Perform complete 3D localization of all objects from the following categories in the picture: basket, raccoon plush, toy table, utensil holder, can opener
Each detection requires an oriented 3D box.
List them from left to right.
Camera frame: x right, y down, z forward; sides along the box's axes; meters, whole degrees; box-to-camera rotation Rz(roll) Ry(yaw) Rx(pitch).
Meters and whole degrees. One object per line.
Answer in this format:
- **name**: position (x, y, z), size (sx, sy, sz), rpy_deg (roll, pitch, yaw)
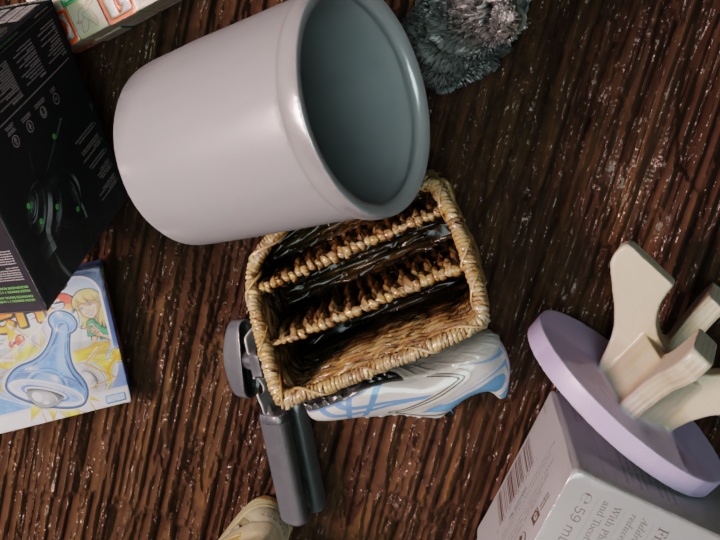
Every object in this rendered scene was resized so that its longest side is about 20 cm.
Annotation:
- **utensil holder**: position (-0.071, -0.112, 0.704), size (0.197, 0.169, 0.173), rpy_deg (-8, 104, 35)
- **can opener**: position (-0.084, 0.142, 0.869), size (0.066, 0.053, 0.204), rpy_deg (1, 107, 39)
- **basket**: position (0.000, 0.000, 0.766), size (0.196, 0.149, 0.145), rpy_deg (-21, 101, 12)
- **raccoon plush**: position (0.065, -0.171, 0.723), size (0.096, 0.134, 0.202), rpy_deg (34, 105, -4)
- **toy table**: position (0.250, 0.078, 0.751), size (0.199, 0.184, 0.118), rpy_deg (38, 118, -1)

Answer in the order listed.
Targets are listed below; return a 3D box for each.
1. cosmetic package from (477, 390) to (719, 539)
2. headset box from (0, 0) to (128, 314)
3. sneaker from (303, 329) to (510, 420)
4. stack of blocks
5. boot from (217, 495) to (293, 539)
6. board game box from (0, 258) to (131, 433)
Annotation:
- **cosmetic package**: position (0.226, 0.244, 0.790), size (0.197, 0.167, 0.170), rpy_deg (24, 105, -1)
- **headset box**: position (-0.286, -0.086, 0.734), size (0.091, 0.176, 0.203), rpy_deg (-4, 126, 16)
- **sneaker**: position (0.042, 0.111, 0.830), size (0.196, 0.072, 0.074), rpy_deg (-16, 109, 13)
- **stack of blocks**: position (-0.193, -0.280, 0.765), size (0.197, 0.059, 0.117), rpy_deg (-24, 100, 11)
- **boot**: position (-0.142, 0.326, 0.856), size (0.072, 0.156, 0.201), rpy_deg (38, 105, -4)
- **board game box**: position (-0.325, 0.078, 0.843), size (0.196, 0.034, 0.138), rpy_deg (-13, 105, -12)
